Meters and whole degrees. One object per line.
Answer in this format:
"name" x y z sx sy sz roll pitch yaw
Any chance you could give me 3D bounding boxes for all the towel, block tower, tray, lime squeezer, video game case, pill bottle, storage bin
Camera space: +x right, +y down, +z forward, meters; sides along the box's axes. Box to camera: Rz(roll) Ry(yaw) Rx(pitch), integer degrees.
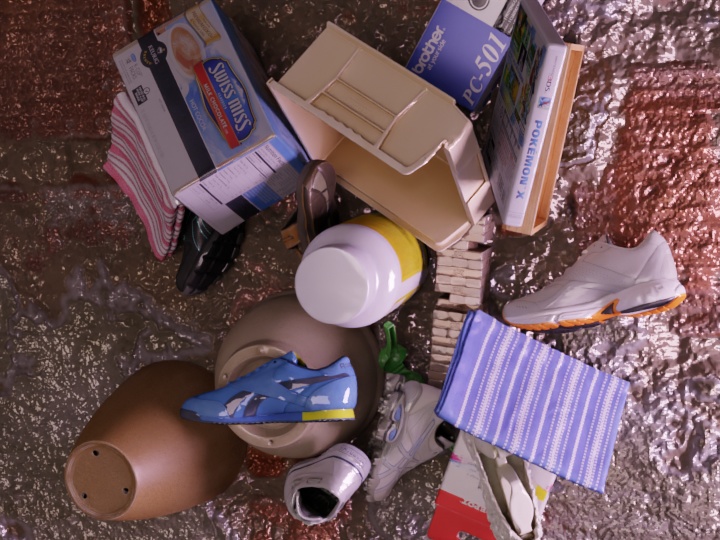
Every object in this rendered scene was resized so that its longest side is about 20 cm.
"towel" 0.186 0.136 1.365 0.200 0.145 0.024 25 145 -3
"towel" -0.250 -0.102 1.471 0.030 0.200 0.146 -26 80 -19
"block tower" 0.114 0.032 1.438 0.058 0.054 0.200 8 102 17
"tray" 0.194 -0.143 1.360 0.037 0.099 0.200 13 102 16
"lime squeezer" 0.059 0.123 1.468 0.071 0.038 0.200 11 138 47
"video game case" 0.162 -0.164 1.285 0.022 0.200 0.182 10 114 -5
"pill bottle" 0.000 0.000 1.392 0.112 0.200 0.112 3 99 17
"storage bin" 0.030 -0.133 1.335 0.198 0.200 0.094 36 80 23

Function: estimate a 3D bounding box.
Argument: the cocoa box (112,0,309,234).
"cocoa box" -0.159 -0.170 1.411 0.131 0.133 0.200 -29 67 8

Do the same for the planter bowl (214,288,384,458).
"planter bowl" -0.087 0.129 1.477 0.200 0.135 0.200 3 99 18

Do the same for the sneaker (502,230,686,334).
"sneaker" 0.248 0.013 1.392 0.200 0.076 0.092 -13 75 21

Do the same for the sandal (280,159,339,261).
"sandal" -0.063 -0.051 1.432 0.055 0.082 0.200 19 147 14

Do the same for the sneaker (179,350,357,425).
"sneaker" -0.099 0.128 1.380 0.200 0.066 0.079 -5 84 16

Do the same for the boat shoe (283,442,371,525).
"boat shoe" -0.055 0.256 1.469 0.074 0.067 0.200 36 146 2

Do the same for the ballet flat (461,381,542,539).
"ballet flat" 0.157 0.208 1.372 0.072 0.072 0.200 -15 96 20

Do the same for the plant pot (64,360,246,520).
"plant pot" -0.257 0.217 1.512 0.186 0.200 0.187 3 99 17

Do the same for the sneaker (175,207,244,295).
"sneaker" -0.175 -0.066 1.515 0.079 0.075 0.200 29 98 21

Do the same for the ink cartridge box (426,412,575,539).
"ink cartridge box" 0.161 0.225 1.446 0.116 0.067 0.200 22 104 13

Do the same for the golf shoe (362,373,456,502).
"golf shoe" 0.057 0.203 1.450 0.097 0.078 0.200 10 137 -5

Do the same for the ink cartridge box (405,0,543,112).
"ink cartridge box" 0.137 -0.281 1.385 0.094 0.044 0.200 33 107 12
